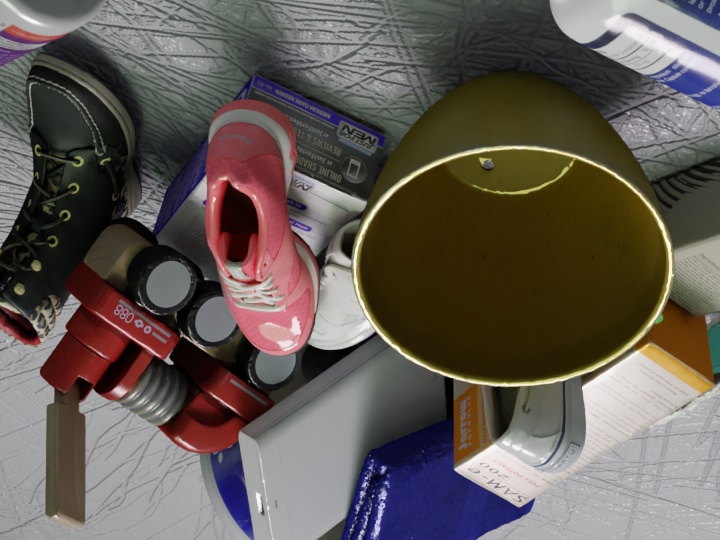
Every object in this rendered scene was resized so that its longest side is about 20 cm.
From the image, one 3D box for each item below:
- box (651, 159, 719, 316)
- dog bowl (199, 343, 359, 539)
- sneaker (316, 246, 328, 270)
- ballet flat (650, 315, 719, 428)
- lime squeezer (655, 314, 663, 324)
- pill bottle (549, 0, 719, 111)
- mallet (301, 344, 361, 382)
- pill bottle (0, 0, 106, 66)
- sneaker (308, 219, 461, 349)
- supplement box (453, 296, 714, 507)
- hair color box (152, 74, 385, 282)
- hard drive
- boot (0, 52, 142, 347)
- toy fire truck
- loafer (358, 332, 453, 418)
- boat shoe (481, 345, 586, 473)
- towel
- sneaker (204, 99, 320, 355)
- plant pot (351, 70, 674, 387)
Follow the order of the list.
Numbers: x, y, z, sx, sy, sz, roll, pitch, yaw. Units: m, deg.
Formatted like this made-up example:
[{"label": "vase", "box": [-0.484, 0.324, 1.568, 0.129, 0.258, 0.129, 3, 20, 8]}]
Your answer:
[{"label": "box", "box": [0.279, -0.037, 1.121, 0.082, 0.069, 0.199, 33, 145, -31]}, {"label": "dog bowl", "box": [-0.034, 0.156, 1.458, 0.199, 0.202, 0.079, 26, 148, -20]}, {"label": "sneaker", "box": [-0.004, 0.021, 1.355, 0.198, 0.076, 0.084, -2, 156, 36]}, {"label": "ballet flat", "box": [0.260, 0.080, 1.302, 0.199, 0.072, 0.072, -22, 137, 25]}, {"label": "lime squeezer", "box": [0.134, -0.023, 1.194, 0.199, 0.071, 0.038, 20, 134, 26]}, {"label": "pill bottle", "box": [0.173, -0.160, 0.906, 0.199, 0.117, 0.116, 23, 150, -16]}, {"label": "mallet", "box": [-0.037, 0.149, 1.363, 0.065, 0.202, 0.041, -4, 150, 40]}, {"label": "pill bottle", "box": [-0.257, -0.178, 1.071, 0.199, 0.112, 0.111, -16, 139, 42]}, {"label": "sneaker", "box": [0.000, 0.000, 1.225, 0.100, 0.075, 0.199, 41, 147, -27]}, {"label": "supplement box", "box": [0.159, 0.069, 1.248, 0.073, 0.127, 0.200, 31, 130, -27]}, {"label": "hair color box", "box": [-0.074, -0.055, 1.252, 0.109, 0.065, 0.200, 24, 151, -16]}, {"label": "hard drive", "box": [-0.009, 0.130, 1.333, 0.026, 0.199, 0.133, 26, 135, 38]}, {"label": "boot", "box": [-0.228, -0.047, 1.234, 0.073, 0.155, 0.204, 22, 155, 14]}, {"label": "toy fire truck", "box": [-0.158, 0.092, 1.240, 0.176, 0.201, 0.128, 38, 177, -35]}, {"label": "loafer", "box": [0.081, 0.105, 1.460, 0.200, 0.071, 0.068, 33, 107, -23]}, {"label": "boat shoe", "box": [0.114, 0.045, 1.185, 0.066, 0.201, 0.074, 22, 130, -29]}, {"label": "towel", "box": [0.071, 0.170, 1.378, 0.049, 0.199, 0.149, 40, 133, 36]}, {"label": "sneaker", "box": [-0.077, -0.012, 1.142, 0.073, 0.087, 0.202, 1, 127, 13]}, {"label": "plant pot", "box": [0.096, -0.045, 1.086, 0.198, 0.143, 0.201, 2, 132, 2]}]
